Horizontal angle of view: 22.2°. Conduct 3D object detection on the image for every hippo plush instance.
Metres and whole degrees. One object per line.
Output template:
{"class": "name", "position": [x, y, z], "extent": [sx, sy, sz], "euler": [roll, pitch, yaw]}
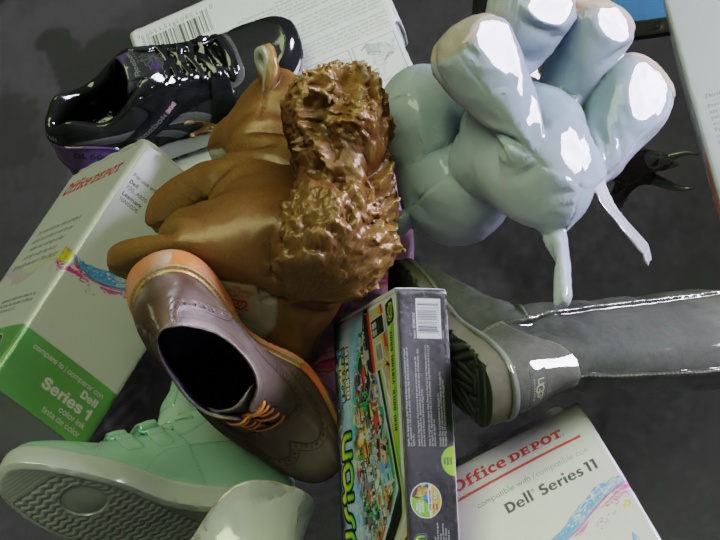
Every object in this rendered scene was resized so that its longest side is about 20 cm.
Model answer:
{"class": "hippo plush", "position": [0.098, -0.081, 1.163], "extent": [0.158, 0.160, 0.202], "euler": [-24, 91, -33]}

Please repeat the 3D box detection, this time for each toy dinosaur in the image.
{"class": "toy dinosaur", "position": [0.135, -0.098, 1.273], "extent": [0.077, 0.102, 0.200], "euler": [-64, 36, 20]}

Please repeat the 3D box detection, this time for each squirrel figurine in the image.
{"class": "squirrel figurine", "position": [-0.041, -0.055, 1.161], "extent": [0.199, 0.141, 0.188], "euler": [-23, 38, 39]}

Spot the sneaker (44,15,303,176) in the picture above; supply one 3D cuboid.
{"class": "sneaker", "position": [-0.135, -0.132, 1.329], "extent": [0.199, 0.088, 0.076], "euler": [-31, 62, -1]}

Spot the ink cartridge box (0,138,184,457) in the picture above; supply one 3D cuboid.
{"class": "ink cartridge box", "position": [-0.193, 0.023, 1.254], "extent": [0.144, 0.084, 0.201], "euler": [-14, 41, 59]}

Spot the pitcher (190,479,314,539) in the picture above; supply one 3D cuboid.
{"class": "pitcher", "position": [-0.070, 0.253, 1.084], "extent": [0.172, 0.121, 0.201], "euler": [-44, 46, 26]}

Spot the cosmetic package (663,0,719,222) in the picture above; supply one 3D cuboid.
{"class": "cosmetic package", "position": [0.257, -0.093, 1.206], "extent": [0.071, 0.102, 0.201], "euler": [-14, 52, 10]}

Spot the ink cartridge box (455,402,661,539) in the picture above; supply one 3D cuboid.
{"class": "ink cartridge box", "position": [0.112, 0.163, 1.100], "extent": [0.116, 0.068, 0.201], "euler": [-28, 52, -2]}

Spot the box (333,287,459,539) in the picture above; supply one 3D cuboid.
{"class": "box", "position": [0.021, 0.120, 1.095], "extent": [0.034, 0.110, 0.202], "euler": [2, 76, -21]}

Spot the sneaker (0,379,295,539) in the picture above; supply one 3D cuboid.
{"class": "sneaker", "position": [-0.140, 0.111, 1.175], "extent": [0.199, 0.074, 0.119], "euler": [11, 47, -27]}

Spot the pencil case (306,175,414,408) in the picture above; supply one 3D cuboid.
{"class": "pencil case", "position": [0.000, 0.000, 1.246], "extent": [0.087, 0.088, 0.202], "euler": [-9, 55, 13]}

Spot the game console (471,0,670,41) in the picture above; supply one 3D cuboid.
{"class": "game console", "position": [0.152, -0.264, 1.312], "extent": [0.198, 0.177, 0.117], "euler": [-4, 39, 32]}

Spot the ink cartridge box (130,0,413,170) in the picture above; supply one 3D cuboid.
{"class": "ink cartridge box", "position": [-0.058, -0.144, 1.389], "extent": [0.198, 0.044, 0.175], "euler": [-23, 63, 3]}

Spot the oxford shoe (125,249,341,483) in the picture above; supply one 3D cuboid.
{"class": "oxford shoe", "position": [-0.072, 0.077, 1.106], "extent": [0.071, 0.200, 0.073], "euler": [-35, 34, 12]}

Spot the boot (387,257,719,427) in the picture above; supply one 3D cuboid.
{"class": "boot", "position": [0.134, 0.033, 1.145], "extent": [0.198, 0.073, 0.182], "euler": [-14, 34, -21]}
